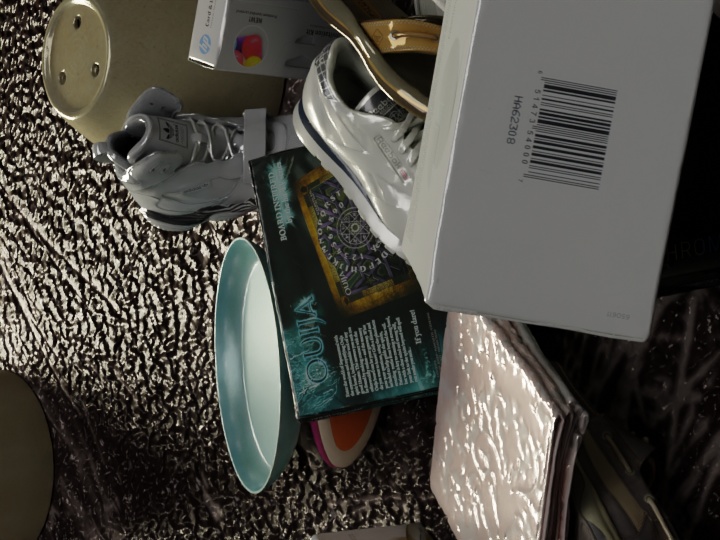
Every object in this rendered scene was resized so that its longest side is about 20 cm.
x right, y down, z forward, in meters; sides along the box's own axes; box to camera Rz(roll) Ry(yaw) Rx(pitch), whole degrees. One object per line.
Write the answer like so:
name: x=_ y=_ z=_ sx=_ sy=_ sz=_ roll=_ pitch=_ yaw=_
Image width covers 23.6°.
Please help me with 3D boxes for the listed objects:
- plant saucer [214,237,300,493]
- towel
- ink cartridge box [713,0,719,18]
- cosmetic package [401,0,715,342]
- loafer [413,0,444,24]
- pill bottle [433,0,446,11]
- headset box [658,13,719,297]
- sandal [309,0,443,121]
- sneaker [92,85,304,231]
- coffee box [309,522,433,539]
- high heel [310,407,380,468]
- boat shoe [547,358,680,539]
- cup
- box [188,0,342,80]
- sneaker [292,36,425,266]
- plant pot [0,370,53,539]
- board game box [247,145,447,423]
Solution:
plant saucer: x=-0.080 y=0.074 z=1.363 sx=0.200 sy=0.027 sz=0.202 roll=178 pitch=90 yaw=-71
towel: x=0.095 y=0.124 z=1.139 sx=0.200 sy=0.032 sz=0.193 roll=-120 pitch=31 yaw=-59
ink cartridge box: x=0.283 y=-0.108 z=0.894 sx=0.198 sy=0.117 sz=0.068 roll=1 pitch=92 yaw=19
cosmetic package: x=0.102 y=-0.084 z=0.941 sx=0.200 sy=0.122 sz=0.201 roll=-109 pitch=29 yaw=-80
loafer: x=0.054 y=-0.254 z=1.237 sx=0.069 sy=0.070 sz=0.202 roll=-13 pitch=80 yaw=38
pill bottle: x=0.123 y=-0.249 z=1.113 sx=0.200 sy=0.112 sz=0.113 roll=-46 pitch=56 yaw=17
headset box: x=0.198 y=-0.092 z=1.060 sx=0.173 sy=0.092 sz=0.202 roll=-13 pitch=80 yaw=46
sandal: x=0.036 y=-0.160 z=1.192 sx=0.200 sy=0.080 sz=0.054 roll=50 pitch=123 yaw=23
sneaker: x=-0.109 y=-0.094 z=1.339 sx=0.198 sy=0.115 sz=0.076 roll=-15 pitch=61 yaw=22
coffee box: x=0.040 y=0.280 z=1.211 sx=0.200 sy=0.114 sz=0.080 roll=53 pitch=125 yaw=34
high heel: x=-0.028 y=0.049 z=1.335 sx=0.096 sy=0.067 sz=0.202 roll=-1 pitch=83 yaw=58
boat shoe: x=0.155 y=0.138 z=1.121 sx=0.075 sy=0.073 sz=0.201 roll=98 pitch=162 yaw=-44
cup: x=-0.178 y=-0.172 z=1.435 sx=0.199 sy=0.142 sz=0.202 roll=-2 pitch=88 yaw=47
box: x=-0.038 y=-0.243 z=1.274 sx=0.041 sy=0.155 sz=0.202 roll=22 pitch=106 yaw=47
sneaker: x=0.033 y=-0.075 z=1.211 sx=0.200 sy=0.076 sz=0.081 roll=43 pitch=143 yaw=11
plant pot: x=-0.431 y=0.194 z=1.662 sx=0.186 sy=0.199 sz=0.189 roll=0 pitch=90 yaw=48
board game box: x=0.000 y=0.000 z=1.263 sx=0.134 sy=0.028 sz=0.202 roll=-12 pitch=76 yaw=3
